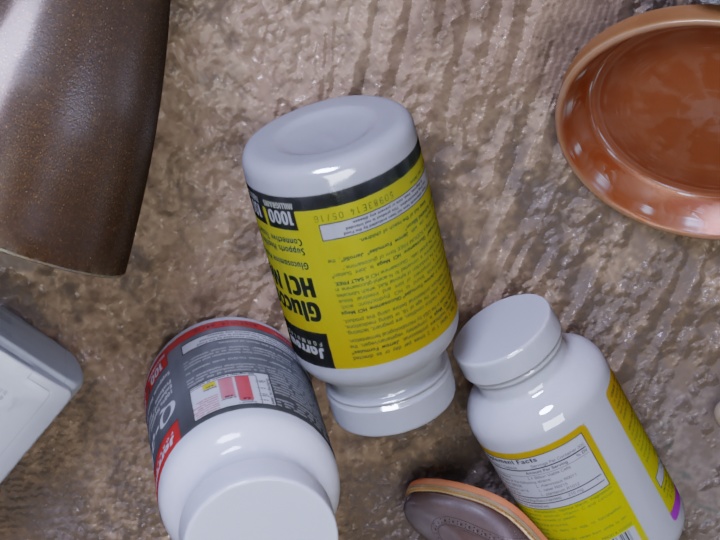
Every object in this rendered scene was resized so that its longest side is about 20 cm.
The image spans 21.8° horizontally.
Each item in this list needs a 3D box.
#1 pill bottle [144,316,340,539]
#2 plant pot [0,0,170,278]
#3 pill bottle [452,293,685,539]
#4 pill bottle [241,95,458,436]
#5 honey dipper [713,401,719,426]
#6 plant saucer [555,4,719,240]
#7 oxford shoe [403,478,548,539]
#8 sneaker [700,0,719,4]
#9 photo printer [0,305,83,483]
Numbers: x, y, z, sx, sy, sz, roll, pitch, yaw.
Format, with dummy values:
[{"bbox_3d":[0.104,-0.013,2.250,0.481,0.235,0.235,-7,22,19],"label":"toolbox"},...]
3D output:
[{"bbox_3d":[-0.075,0.121,1.191,0.115,0.200,0.117,-4,115,-9],"label":"pill bottle"},{"bbox_3d":[-0.188,-0.124,1.085,0.186,0.187,0.201,20,96,-19],"label":"plant pot"},{"bbox_3d":[0.139,0.115,1.284,0.104,0.104,0.201,-29,116,3],"label":"pill bottle"},{"bbox_3d":[0.000,0.000,1.199,0.112,0.113,0.201,-16,116,-3],"label":"pill bottle"},{"bbox_3d":[0.273,0.023,1.308,0.038,0.038,0.201,2,118,-12],"label":"honey dipper"},{"bbox_3d":[0.224,-0.095,1.196,0.199,0.032,0.201,10,142,8],"label":"plant saucer"},{"bbox_3d":[0.098,0.210,1.278,0.073,0.199,0.072,-45,146,-24],"label":"oxford shoe"},{"bbox_3d":[0.205,-0.254,1.146,0.075,0.114,0.201,-22,83,26],"label":"sneaker"},{"bbox_3d":[-0.302,0.097,1.209,0.166,0.070,0.200,35,104,-23],"label":"photo printer"}]
